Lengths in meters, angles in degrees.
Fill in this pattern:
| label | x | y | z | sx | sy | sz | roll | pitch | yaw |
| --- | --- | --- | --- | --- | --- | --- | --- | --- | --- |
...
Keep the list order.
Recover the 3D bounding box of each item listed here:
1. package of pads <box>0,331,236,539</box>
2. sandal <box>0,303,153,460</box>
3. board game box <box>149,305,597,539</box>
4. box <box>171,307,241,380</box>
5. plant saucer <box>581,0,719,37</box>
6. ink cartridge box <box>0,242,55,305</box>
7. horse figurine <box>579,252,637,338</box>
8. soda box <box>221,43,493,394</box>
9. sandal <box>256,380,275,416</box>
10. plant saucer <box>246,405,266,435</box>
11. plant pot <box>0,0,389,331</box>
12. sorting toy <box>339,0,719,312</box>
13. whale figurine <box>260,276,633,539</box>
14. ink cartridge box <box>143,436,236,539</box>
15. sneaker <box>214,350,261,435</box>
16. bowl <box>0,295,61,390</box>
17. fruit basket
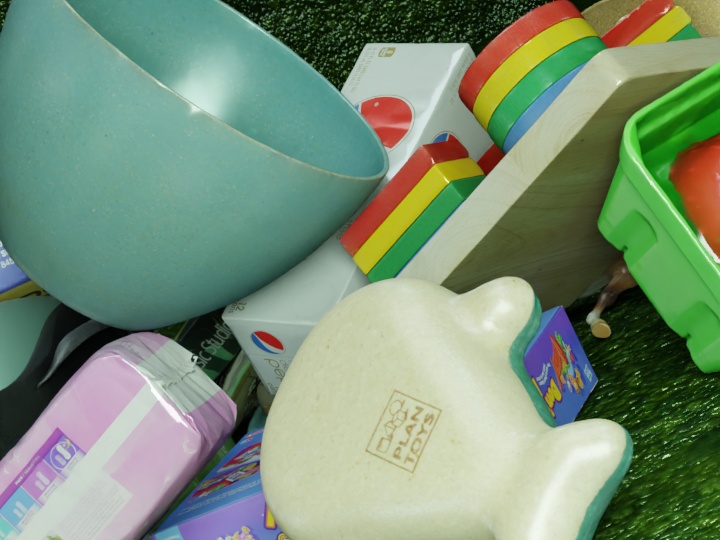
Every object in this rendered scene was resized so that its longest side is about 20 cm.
| label | x | y | z | sx | sy | sz | roll | pitch | yaw |
| --- | --- | --- | --- | --- | --- | --- | --- | --- | --- |
| package of pads | -0.146 | 0.123 | 1.095 | 0.200 | 0.076 | 0.120 | -50 | -4 | 6 |
| sandal | -0.165 | 0.069 | 1.356 | 0.043 | 0.076 | 0.200 | -28 | 16 | 31 |
| board game box | 0.009 | 0.093 | 1.160 | 0.199 | 0.045 | 0.134 | -23 | 10 | 25 |
| box | -0.051 | -0.013 | 1.369 | 0.200 | 0.036 | 0.145 | -51 | 6 | 50 |
| plant saucer | 0.199 | -0.081 | 1.257 | 0.200 | 0.200 | 0.036 | -15 | 49 | 54 |
| ink cartridge box | -0.152 | -0.016 | 1.445 | 0.197 | 0.047 | 0.200 | -25 | -18 | -12 |
| horse figurine | 0.118 | 0.006 | 1.329 | 0.199 | 0.050 | 0.133 | -19 | 19 | 27 |
| soda box | 0.005 | -0.029 | 1.219 | 0.068 | 0.064 | 0.201 | 3 | 51 | 32 |
| sandal | 0.000 | 0.000 | 1.287 | 0.200 | 0.054 | 0.080 | -49 | 10 | -30 |
| plant saucer | 0.001 | 0.046 | 1.339 | 0.200 | 0.027 | 0.200 | -43 | 8 | 7 |
| plant pot | -0.104 | -0.051 | 1.137 | 0.135 | 0.200 | 0.200 | -55 | 0 | 17 |
| sorting toy | 0.093 | -0.056 | 1.135 | 0.199 | 0.070 | 0.200 | -48 | -20 | 30 |
| whale figurine | 0.046 | 0.083 | 0.983 | 0.199 | 0.104 | 0.160 | 17 | 80 | 52 |
| ink cartridge box | -0.125 | 0.123 | 1.327 | 0.103 | 0.060 | 0.200 | -31 | 8 | 7 |
| sneaker | -0.026 | 0.046 | 1.454 | 0.200 | 0.088 | 0.077 | -53 | 6 | -1 |
| bowl | -0.232 | 0.113 | 1.435 | 0.200 | 0.105 | 0.201 | -25 | -21 | -10 |
| fruit basket | 0.232 | -0.050 | 1.052 | 0.215 | 0.156 | 0.216 | -35 | -7 | -5 |
